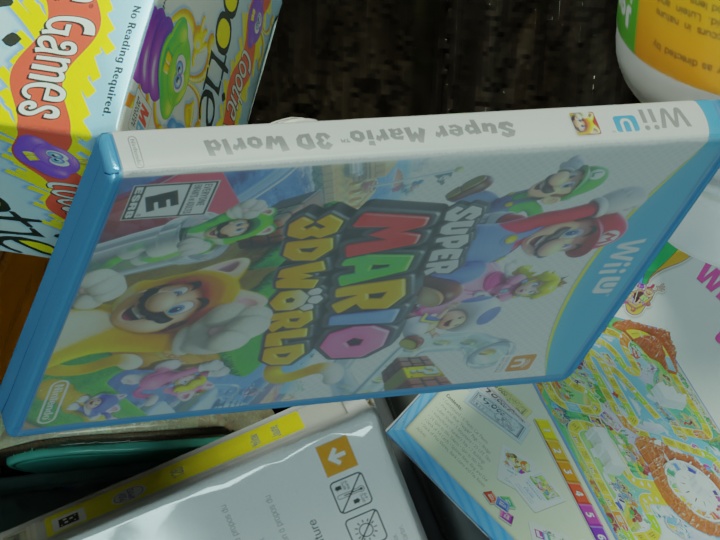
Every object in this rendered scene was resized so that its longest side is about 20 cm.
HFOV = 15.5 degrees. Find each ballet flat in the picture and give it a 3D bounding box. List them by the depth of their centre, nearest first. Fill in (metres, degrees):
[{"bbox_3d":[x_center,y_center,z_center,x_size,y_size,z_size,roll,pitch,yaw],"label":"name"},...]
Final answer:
[{"bbox_3d":[-0.133,0.049,0.981,0.200,0.067,0.062,-10,83,11],"label":"ballet flat"}]

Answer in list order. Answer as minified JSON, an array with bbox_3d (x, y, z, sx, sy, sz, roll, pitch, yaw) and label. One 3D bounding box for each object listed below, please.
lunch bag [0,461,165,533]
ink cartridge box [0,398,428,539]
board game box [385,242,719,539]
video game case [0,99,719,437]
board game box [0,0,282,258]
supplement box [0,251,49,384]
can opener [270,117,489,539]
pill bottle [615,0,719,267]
[{"bbox_3d":[-0.155,0.174,1.018,0.200,0.122,0.170,-10,111,13],"label":"lunch bag"},{"bbox_3d":[-0.054,0.167,0.928,0.200,0.047,0.198,-22,107,-2],"label":"ink cartridge box"},{"bbox_3d":[0.125,0.076,0.903,0.200,0.034,0.134,45,101,15],"label":"board game box"},{"bbox_3d":[0.000,0.000,0.808,0.200,0.018,0.143,-5,148,-24],"label":"video game case"},{"bbox_3d":[-0.140,-0.076,0.813,0.200,0.105,0.103,8,158,15],"label":"board game box"},{"bbox_3d":[-0.215,-0.010,0.918,0.200,0.126,0.074,10,121,1],"label":"supplement box"},{"bbox_3d":[-0.008,0.032,0.968,0.066,0.053,0.200,2,126,47],"label":"can opener"},{"bbox_3d":[0.137,-0.104,0.827,0.111,0.111,0.200,5,120,5],"label":"pill bottle"}]
